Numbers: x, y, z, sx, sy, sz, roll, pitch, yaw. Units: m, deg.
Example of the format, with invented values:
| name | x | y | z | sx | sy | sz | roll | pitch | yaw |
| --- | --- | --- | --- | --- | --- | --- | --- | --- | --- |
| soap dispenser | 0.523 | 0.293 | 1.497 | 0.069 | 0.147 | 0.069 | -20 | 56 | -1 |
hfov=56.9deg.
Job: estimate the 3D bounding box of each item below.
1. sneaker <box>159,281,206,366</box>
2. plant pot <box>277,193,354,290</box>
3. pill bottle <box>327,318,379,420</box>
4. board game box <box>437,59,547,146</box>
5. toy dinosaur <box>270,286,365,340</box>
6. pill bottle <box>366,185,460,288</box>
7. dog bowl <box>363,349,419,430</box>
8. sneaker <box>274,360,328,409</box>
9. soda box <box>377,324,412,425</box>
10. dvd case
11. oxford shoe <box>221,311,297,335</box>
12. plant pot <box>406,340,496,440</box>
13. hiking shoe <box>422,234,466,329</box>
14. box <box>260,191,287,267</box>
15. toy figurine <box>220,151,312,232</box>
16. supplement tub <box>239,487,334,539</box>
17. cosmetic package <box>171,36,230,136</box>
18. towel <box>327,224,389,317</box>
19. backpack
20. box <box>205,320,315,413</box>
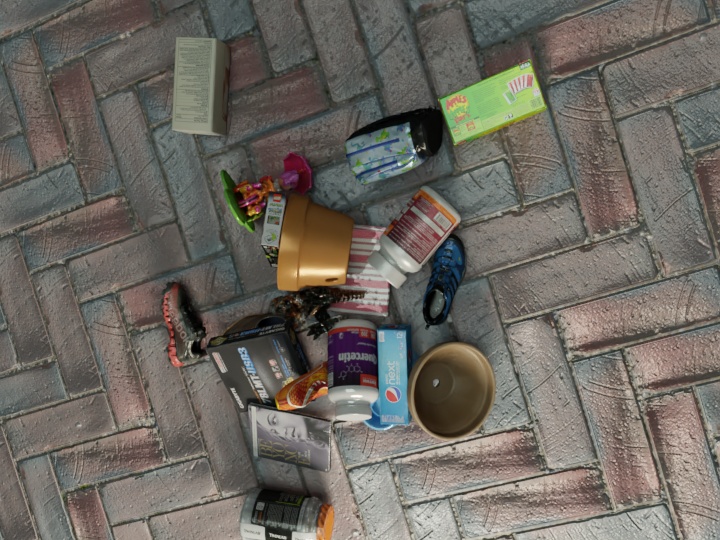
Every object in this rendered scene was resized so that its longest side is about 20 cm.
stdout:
| name | x | y | z | sx | sy | sz | roll | pitch | yaw |
| --- | --- | --- | --- | --- | --- | --- | --- | --- | --- |
| sneaker | -0.411 | 0.124 | 1.560 | 0.097 | 0.071 | 0.203 | -5 | 96 | 14 |
| plant pot | -0.090 | -0.050 | 1.385 | 0.138 | 0.200 | 0.203 | 8 | 97 | 0 |
| pill bottle | -0.015 | 0.212 | 1.419 | 0.111 | 0.113 | 0.203 | -7 | 68 | 14 |
| board game box | 0.270 | -0.341 | 1.366 | 0.198 | 0.048 | 0.103 | -20 | 90 | 14 |
| toy dinosaur | -0.095 | 0.064 | 1.434 | 0.199 | 0.136 | 0.103 | -30 | 110 | 2 |
| pill bottle | 0.108 | -0.068 | 1.386 | 0.109 | 0.110 | 0.200 | 41 | 94 | 6 |
| dog bowl | 0.063 | 0.263 | 1.472 | 0.111 | 0.050 | 0.202 | 26 | 100 | 10 |
| sneaker | -0.106 | 0.245 | 1.446 | 0.077 | 0.199 | 0.074 | -17 | 87 | 41 |
| soda box | 0.074 | 0.219 | 1.404 | 0.063 | 0.068 | 0.203 | 0 | 95 | 14 |
| dvd case | -0.163 | 0.385 | 1.528 | 0.197 | 0.016 | 0.150 | 9 | 118 | 13 |
| oxford shoe | -0.242 | 0.134 | 1.519 | 0.198 | 0.073 | 0.072 | -23 | 90 | 14 |
| plant pot | 0.179 | 0.245 | 1.402 | 0.198 | 0.093 | 0.204 | -1 | 94 | -19 |
| hiking shoe | 0.178 | 0.025 | 1.402 | 0.073 | 0.087 | 0.203 | 11 | 98 | 12 |
| box | -0.172 | -0.080 | 1.380 | 0.034 | 0.200 | 0.112 | 8 | 79 | 0 |
| toy figurine | -0.190 | -0.185 | 1.433 | 0.182 | 0.200 | 0.151 | -26 | 104 | 2 |
| supplement tub | -0.166 | 0.572 | 1.518 | 0.197 | 0.122 | 0.124 | 4 | 96 | 14 |
| cosmetic package | -0.356 | -0.409 | 1.487 | 0.102 | 0.087 | 0.203 | 7 | 96 | 11 |
| towel | 0.000 | 0.000 | 1.475 | 0.144 | 0.030 | 0.203 | 6 | 99 | 13 |
| backpack | 0.062 | -0.256 | 1.373 | 0.197 | 0.163 | 0.156 | 1 | 110 | 20 |
| box | -0.218 | 0.222 | 1.495 | 0.196 | 0.050 | 0.202 | -12 | 119 | 12 |
